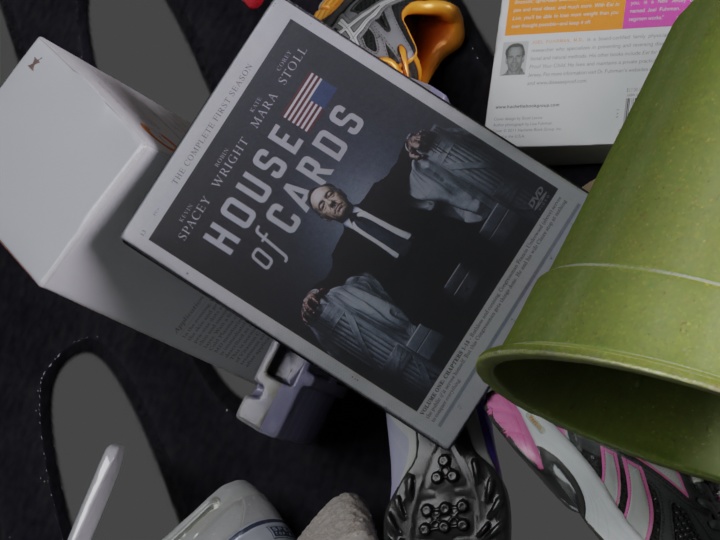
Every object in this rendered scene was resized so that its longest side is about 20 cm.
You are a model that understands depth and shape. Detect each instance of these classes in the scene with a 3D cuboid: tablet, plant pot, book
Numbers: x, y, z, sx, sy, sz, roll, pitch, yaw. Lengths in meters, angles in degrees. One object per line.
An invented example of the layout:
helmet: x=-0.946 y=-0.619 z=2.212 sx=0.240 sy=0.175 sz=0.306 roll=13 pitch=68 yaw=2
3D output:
tablet: x=-0.177 y=0.193 z=1.322 sx=0.014 sy=0.130 sz=0.200 roll=23 pitch=84 yaw=-3
plant pot: x=0.174 y=-0.015 z=1.018 sx=0.200 sy=0.200 sz=0.190 roll=8 pitch=73 yaw=40
book: x=0.144 y=-0.157 z=1.253 sx=0.134 sy=0.048 sz=0.200 roll=0 pitch=72 yaw=34

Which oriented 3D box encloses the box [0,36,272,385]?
box: x=-0.113 y=-0.028 z=1.294 sx=0.098 sy=0.200 sz=0.124 roll=-53 pitch=48 yaw=7

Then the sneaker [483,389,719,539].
sneaker: x=0.145 y=0.101 z=1.123 sx=0.086 sy=0.080 sz=0.200 roll=-41 pitch=57 yaw=0

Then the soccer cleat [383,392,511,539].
soccer cleat: x=0.045 y=0.096 z=1.218 sx=0.068 sy=0.073 sz=0.200 roll=-10 pitch=82 yaw=13

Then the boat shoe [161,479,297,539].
boat shoe: x=-0.127 y=0.191 z=1.297 sx=0.202 sy=0.075 sz=0.086 roll=-45 pitch=51 yaw=11

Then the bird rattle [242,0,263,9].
bird rattle: x=-0.040 y=-0.258 z=1.374 sx=0.200 sy=0.163 sz=0.113 roll=-9 pitch=47 yaw=25

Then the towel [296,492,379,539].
towel: x=-0.054 y=0.215 z=1.209 sx=0.200 sy=0.034 sz=0.133 roll=-53 pitch=17 yaw=12

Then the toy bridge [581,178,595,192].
toy bridge: x=0.146 y=-0.023 z=1.205 sx=0.200 sy=0.027 sz=0.067 roll=-28 pitch=56 yaw=25

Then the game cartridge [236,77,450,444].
game cartridge: x=0.000 y=0.000 z=1.248 sx=0.038 sy=0.130 sz=0.200 roll=26 pitch=88 yaw=13

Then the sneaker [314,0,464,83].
sneaker: x=-0.004 y=-0.101 z=1.284 sx=0.077 sy=0.078 sz=0.200 roll=-2 pitch=38 yaw=26

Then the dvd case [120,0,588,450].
dvd case: x=0.001 y=-0.025 z=1.172 sx=0.200 sy=0.025 sz=0.150 roll=33 pitch=88 yaw=2
